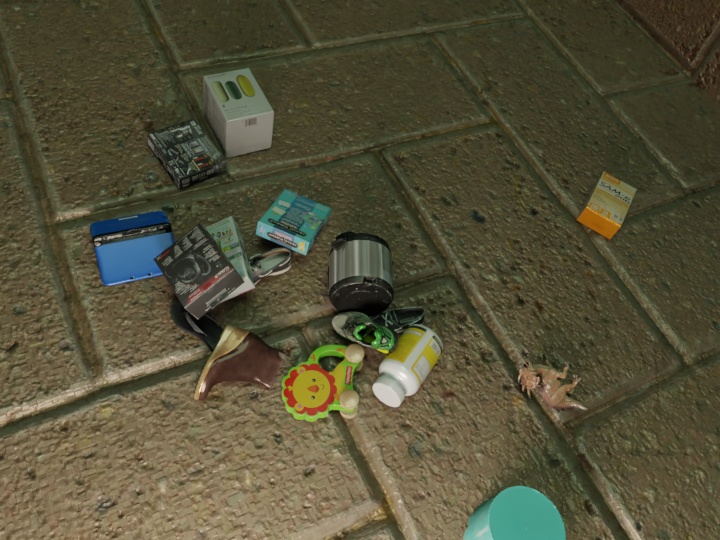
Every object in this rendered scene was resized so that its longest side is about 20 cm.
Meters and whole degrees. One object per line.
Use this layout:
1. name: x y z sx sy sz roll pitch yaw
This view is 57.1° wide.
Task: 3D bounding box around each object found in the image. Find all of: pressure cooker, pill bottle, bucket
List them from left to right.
1. pressure cooker: 0.003 -0.001 1.739 0.176 0.177 0.202 2 55 -4
2. pill bottle: 0.115 0.237 1.642 0.111 0.112 0.200 34 55 11
3. bucket: 0.339 0.579 1.440 0.205 0.135 0.209 6 54 -9

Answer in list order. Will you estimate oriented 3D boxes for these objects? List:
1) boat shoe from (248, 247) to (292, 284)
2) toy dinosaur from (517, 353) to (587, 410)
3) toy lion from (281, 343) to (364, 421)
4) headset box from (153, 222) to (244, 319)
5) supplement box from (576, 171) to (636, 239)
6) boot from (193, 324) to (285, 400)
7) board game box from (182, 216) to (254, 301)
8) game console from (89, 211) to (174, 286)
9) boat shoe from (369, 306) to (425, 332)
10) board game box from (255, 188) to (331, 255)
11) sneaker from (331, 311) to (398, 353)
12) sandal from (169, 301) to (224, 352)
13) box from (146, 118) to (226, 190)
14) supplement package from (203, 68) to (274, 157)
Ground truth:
1. boat shoe: -0.270 -0.007 1.753 0.198 0.061 0.074 -19 63 -24
2. toy dinosaur: 0.487 0.302 1.708 0.135 0.086 0.201 -37 87 -21
3. toy lion: -0.093 0.271 1.607 0.189 0.069 0.202 7 54 1
4. headset box: -0.391 0.007 1.619 0.148 0.077 0.200 -39 61 -5
5. supplement box: 0.799 -0.213 2.142 0.125 0.074 0.201 31 54 8
6. boot: -0.286 0.244 1.570 0.165 0.072 0.202 29 70 -9
7. board game box: -0.367 -0.022 1.707 0.146 0.064 0.202 -22 60 2
8. game console: -0.595 -0.063 1.742 0.198 0.120 0.171 -12 28 -21
9. boat shoe: 0.077 0.135 1.729 0.198 0.068 0.072 -9 58 -16
10. board game box: -0.183 -0.138 1.840 0.150 0.047 0.201 23 37 3
11. sneaker: 0.000 0.144 1.647 0.199 0.085 0.079 14 83 42
12. sandal: -0.385 0.136 1.636 0.199 0.043 0.076 35 55 11
13. box: -0.509 -0.345 1.940 0.157 0.050 0.200 -28 66 -29
14. supplement package: -0.372 -0.478 2.001 0.150 0.151 0.201 -18 61 -23
